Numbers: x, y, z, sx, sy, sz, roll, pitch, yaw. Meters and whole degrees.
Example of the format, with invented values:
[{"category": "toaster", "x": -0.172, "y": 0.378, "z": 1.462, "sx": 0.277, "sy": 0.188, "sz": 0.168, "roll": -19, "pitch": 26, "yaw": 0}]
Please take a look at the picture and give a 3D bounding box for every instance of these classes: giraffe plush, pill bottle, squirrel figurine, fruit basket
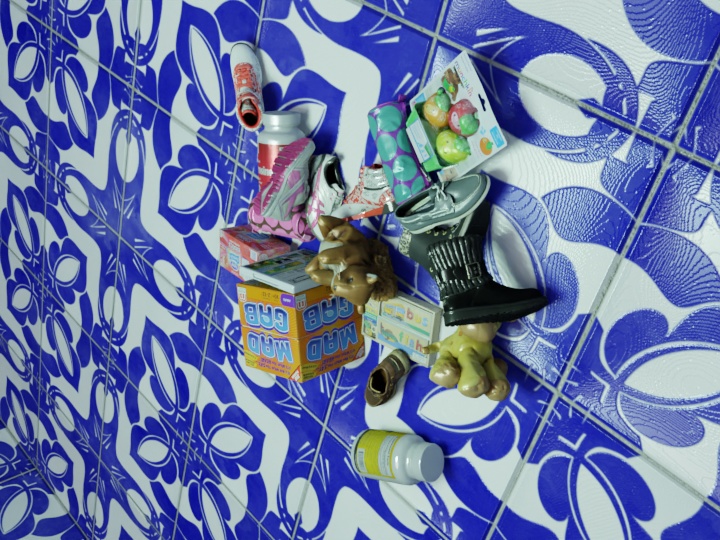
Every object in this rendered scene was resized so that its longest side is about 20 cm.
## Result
[{"category": "giraffe plush", "x": 0.221, "y": 0.130, "z": 1.462, "sx": 0.200, "sy": 0.172, "sz": 0.163, "roll": -117, "pitch": 43, "yaw": -63}, {"category": "pill bottle", "x": -0.178, "y": -0.258, "z": 1.741, "sx": 0.112, "sy": 0.112, "sz": 0.201, "roll": 16, "pitch": 113, "yaw": 41}, {"category": "squirrel figurine", "x": 0.000, "y": 0.000, "z": 1.574, "sx": 0.187, "sy": 0.200, "sz": 0.142, "roll": 56, "pitch": 130, "yaw": 50}, {"category": "fruit basket", "x": 0.166, "y": -0.268, "z": 1.391, "sx": 0.186, "sy": 0.094, "sz": 0.200, "roll": 68, "pitch": 154, "yaw": 5}, {"category": "pill bottle", "x": 0.083, "y": 0.414, "z": 1.693, "sx": 0.200, "sy": 0.111, "sz": 0.112, "roll": -4, "pitch": 100, "yaw": 45}]

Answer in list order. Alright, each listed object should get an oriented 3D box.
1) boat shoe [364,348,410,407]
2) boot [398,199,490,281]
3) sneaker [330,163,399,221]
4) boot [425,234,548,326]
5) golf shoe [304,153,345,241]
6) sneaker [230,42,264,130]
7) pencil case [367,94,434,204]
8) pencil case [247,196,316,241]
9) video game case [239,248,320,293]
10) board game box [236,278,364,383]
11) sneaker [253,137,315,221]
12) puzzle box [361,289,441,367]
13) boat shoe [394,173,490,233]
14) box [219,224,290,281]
[{"category": "boat shoe", "x": 0.043, "y": 0.248, "z": 1.699, "sx": 0.072, "sy": 0.067, "sz": 0.200, "roll": 48, "pitch": 143, "yaw": 18}, {"category": "boot", "x": 0.158, "y": -0.076, "z": 1.494, "sx": 0.154, "sy": 0.073, "sz": 0.204, "roll": 39, "pitch": 125, "yaw": 35}, {"category": "sneaker", "x": 0.008, "y": -0.165, "z": 1.619, "sx": 0.201, "sy": 0.067, "sz": 0.108, "roll": -8, "pitch": 96, "yaw": 42}, {"category": "boot", "x": 0.230, "y": 0.011, "z": 1.385, "sx": 0.079, "sy": 0.211, "sz": 0.158, "roll": 128, "pitch": 135, "yaw": -66}, {"category": "golf shoe", "x": -0.075, "y": -0.158, "z": 1.699, "sx": 0.092, "sy": 0.073, "sz": 0.201, "roll": 2, "pitch": 104, "yaw": 43}, {"category": "sneaker", "x": -0.259, "y": -0.421, "z": 1.759, "sx": 0.108, "sy": 0.067, "sz": 0.202, "roll": -110, "pitch": 13, "yaw": -74}, {"category": "pencil case", "x": 0.081, "y": -0.235, "z": 1.507, "sx": 0.092, "sy": 0.085, "sz": 0.200, "roll": -22, "pitch": 88, "yaw": 42}, {"category": "pencil case", "x": -0.178, "y": -0.119, "z": 1.805, "sx": 0.200, "sy": 0.091, "sz": 0.094, "roll": 13, "pitch": 76, "yaw": 44}, {"category": "video game case", "x": -0.137, "y": -0.001, "z": 1.716, "sx": 0.182, "sy": 0.200, "sz": 0.022, "roll": 18, "pitch": 115, "yaw": 40}, {"category": "board game box", "x": -0.135, "y": 0.115, "z": 1.752, "sx": 0.200, "sy": 0.200, "sz": 0.200, "roll": 8, "pitch": 108, "yaw": 43}, {"category": "sneaker", "x": -0.151, "y": -0.194, "z": 1.670, "sx": 0.200, "sy": 0.088, "sz": 0.081, "roll": -59, "pitch": 36, "yaw": 4}, {"category": "puzzle box", "x": 0.085, "y": 0.112, "z": 1.657, "sx": 0.200, "sy": 0.025, "sz": 0.133, "roll": 23, "pitch": 117, "yaw": 39}, {"category": "boat shoe", "x": 0.149, "y": -0.129, "z": 1.427, "sx": 0.200, "sy": 0.062, "sz": 0.073, "roll": -26, "pitch": 51, "yaw": 37}, {"category": "box", "x": -0.262, "y": -0.036, "z": 1.886, "sx": 0.200, "sy": 0.094, "sz": 0.103, "roll": 27, "pitch": 121, "yaw": 48}]
